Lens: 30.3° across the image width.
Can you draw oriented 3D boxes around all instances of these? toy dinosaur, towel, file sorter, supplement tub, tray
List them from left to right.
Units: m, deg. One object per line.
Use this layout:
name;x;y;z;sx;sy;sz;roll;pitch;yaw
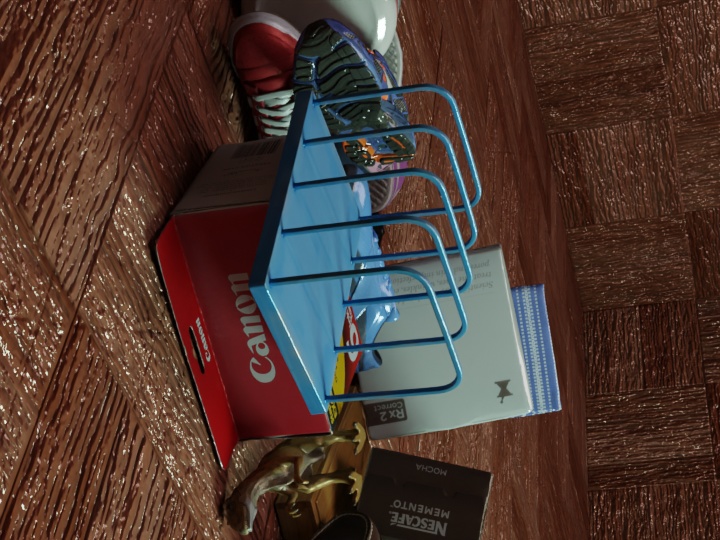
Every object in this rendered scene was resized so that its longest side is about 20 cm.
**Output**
toy dinosaur;-0.045;0.146;1.060;0.200;0.105;0.061;-31;117;-67
tray;-0.027;0.196;1.207;0.200;0.037;0.099;-67;147;-65
supplement tub;-0.027;-0.277;1.227;0.201;0.139;0.141;-79;157;-51
file sorter;0.014;-0.021;0.967;0.139;0.122;0.201;68;23;-43
towel;0.119;0.099;1.488;0.024;0.198;0.146;-18;99;-73

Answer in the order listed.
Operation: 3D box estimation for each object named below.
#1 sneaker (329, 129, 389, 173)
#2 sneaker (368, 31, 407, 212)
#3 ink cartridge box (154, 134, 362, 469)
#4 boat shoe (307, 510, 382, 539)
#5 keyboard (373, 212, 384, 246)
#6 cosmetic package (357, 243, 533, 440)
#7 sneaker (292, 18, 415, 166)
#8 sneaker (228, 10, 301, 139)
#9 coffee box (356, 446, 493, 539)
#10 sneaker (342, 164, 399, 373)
sneaker;-0.015;-0.185;1.325;0.070;0.081;0.202;-15;92;-64
sneaker;0.016;-0.165;1.416;0.114;0.072;0.202;-27;122;-73
ink cartridge box;-0.072;0.024;1.021;0.176;0.083;0.201;-68;148;-60
boat shoe;-0.036;0.251;1.034;0.071;0.070;0.200;67;30;-24
keyboard;-0.007;-0.107;1.463;0.128;0.020;0.201;-73;154;-45
cosmetic package;0.081;0.068;1.368;0.200;0.163;0.166;-16;95;-84
sneaker;-0.009;-0.158;1.124;0.200;0.075;0.079;53;28;-64
sneaker;-0.066;-0.118;1.138;0.201;0.071;0.113;68;17;-50
coffee box;0.056;0.242;1.233;0.200;0.112;0.080;86;17;-63
sneaker;0.000;0.000;1.208;0.066;0.078;0.202;-98;-167;-66
